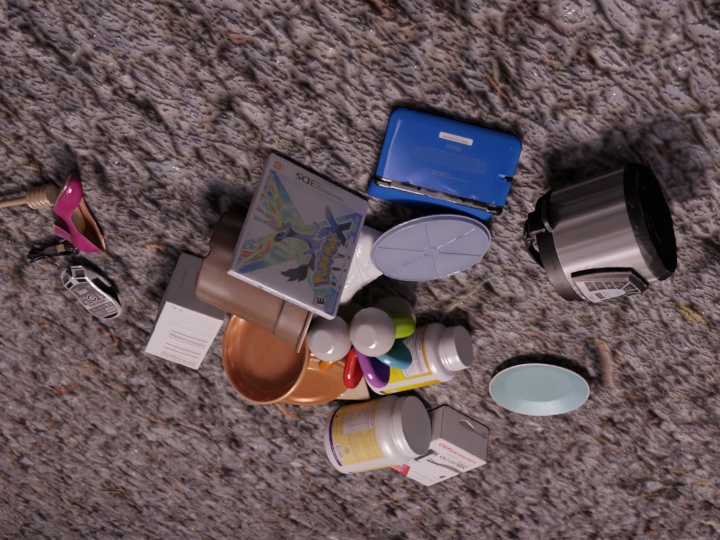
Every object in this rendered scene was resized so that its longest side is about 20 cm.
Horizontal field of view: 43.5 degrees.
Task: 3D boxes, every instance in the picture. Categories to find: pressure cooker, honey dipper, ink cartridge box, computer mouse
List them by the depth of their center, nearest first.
[{"bbox_3d":[0.341,-0.047,1.313,0.198,0.178,0.178,-17,102,31],"label":"pressure cooker"},{"bbox_3d":[-0.600,-0.117,1.546,0.197,0.038,0.038,-6,141,26],"label":"honey dipper"},{"bbox_3d":[-0.522,0.016,1.696,0.108,0.044,0.201,-17,130,24],"label":"computer mouse"},{"bbox_3d":[0.167,0.391,2.000,0.143,0.085,0.199,30,137,-25],"label":"ink cartridge box"}]

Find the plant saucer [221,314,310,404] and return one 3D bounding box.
[{"bbox_3d":[-0.171,0.146,1.681,0.198,0.204,0.037,-14,168,28],"label":"plant saucer"}]

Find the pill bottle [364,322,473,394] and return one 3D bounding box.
[{"bbox_3d":[0.108,0.162,1.691,0.198,0.111,0.109,-16,137,30],"label":"pill bottle"}]

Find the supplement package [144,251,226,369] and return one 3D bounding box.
[{"bbox_3d":[-0.315,0.078,1.670,0.108,0.115,0.200,20,143,-13],"label":"supplement package"}]

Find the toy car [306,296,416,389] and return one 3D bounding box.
[{"bbox_3d":[0.009,0.135,1.599,0.197,0.153,0.175,-9,-175,22],"label":"toy car"}]

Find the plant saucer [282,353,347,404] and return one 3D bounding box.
[{"bbox_3d":[-0.110,0.213,1.771,0.196,0.038,0.201,0,145,0],"label":"plant saucer"}]

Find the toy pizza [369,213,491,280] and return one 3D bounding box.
[{"bbox_3d":[0.111,-0.042,1.454,0.196,0.032,0.201,-6,151,-3],"label":"toy pizza"}]

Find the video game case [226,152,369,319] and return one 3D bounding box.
[{"bbox_3d":[-0.091,-0.052,1.380,0.180,0.203,0.022,25,159,-21],"label":"video game case"}]

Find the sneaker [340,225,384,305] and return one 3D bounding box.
[{"bbox_3d":[0.000,0.000,1.536,0.079,0.071,0.201,10,143,-6],"label":"sneaker"}]

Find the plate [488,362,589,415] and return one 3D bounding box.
[{"bbox_3d":[0.355,0.230,1.797,0.196,0.026,0.202,5,143,4],"label":"plate"}]

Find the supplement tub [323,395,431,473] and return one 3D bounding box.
[{"bbox_3d":[0.036,0.346,1.919,0.198,0.147,0.145,-17,136,31],"label":"supplement tub"}]

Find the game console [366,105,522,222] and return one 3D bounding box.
[{"bbox_3d":[0.120,-0.153,1.350,0.197,0.119,0.173,13,112,-6],"label":"game console"}]

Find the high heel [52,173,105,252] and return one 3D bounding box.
[{"bbox_3d":[-0.463,-0.090,1.514,0.095,0.068,0.200,24,144,-10],"label":"high heel"}]

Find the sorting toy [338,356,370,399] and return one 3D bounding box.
[{"bbox_3d":[-0.080,0.212,1.867,0.182,0.037,0.201,0,147,12],"label":"sorting toy"}]

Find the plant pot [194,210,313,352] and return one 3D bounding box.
[{"bbox_3d":[-0.157,0.005,1.490,0.196,0.202,0.201,21,143,-2],"label":"plant pot"}]
